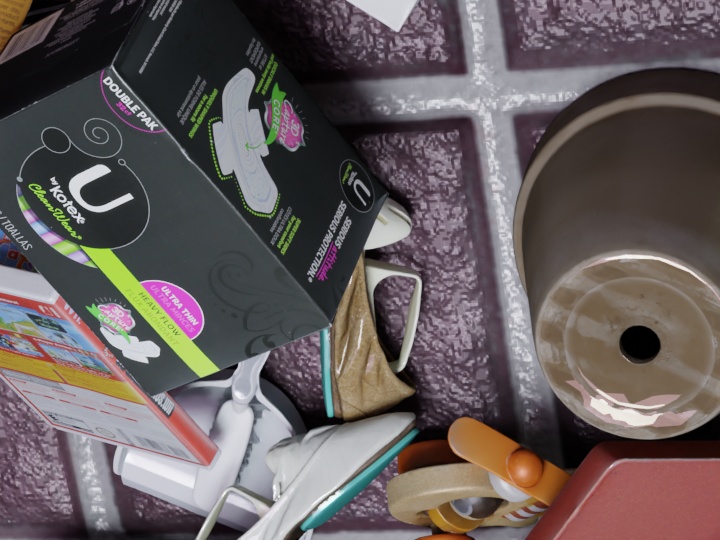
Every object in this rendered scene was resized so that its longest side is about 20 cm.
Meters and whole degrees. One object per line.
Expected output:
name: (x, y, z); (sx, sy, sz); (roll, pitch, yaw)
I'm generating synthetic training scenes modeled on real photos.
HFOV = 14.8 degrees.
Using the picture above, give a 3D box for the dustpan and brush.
dustpan and brush: (-0.078, 0.091, 1.764); (0.139, 0.057, 0.201); (22, 118, 5)

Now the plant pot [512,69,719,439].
plant pot: (0.173, 0.008, 1.595); (0.199, 0.174, 0.201); (6, 117, 12)

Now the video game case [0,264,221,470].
video game case: (-0.187, 0.054, 1.704); (0.143, 0.017, 0.200); (12, 154, 36)

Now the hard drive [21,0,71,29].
hard drive: (-0.133, -0.074, 1.718); (0.139, 0.038, 0.201); (-10, 112, 20)

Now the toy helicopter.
toy helicopter: (0.116, 0.130, 1.705); (0.199, 0.079, 0.132); (-3, 158, -2)

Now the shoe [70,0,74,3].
shoe: (-0.144, -0.145, 1.636); (0.070, 0.053, 0.201); (4, 115, 14)

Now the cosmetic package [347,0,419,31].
cosmetic package: (-0.044, -0.219, 1.602); (0.200, 0.083, 0.051); (32, 120, 0)

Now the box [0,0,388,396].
box: (-0.109, -0.054, 1.579); (0.148, 0.124, 0.200); (-23, 118, 35)

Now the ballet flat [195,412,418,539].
ballet flat: (-0.050, 0.146, 1.732); (0.069, 0.069, 0.200); (41, 103, -6)

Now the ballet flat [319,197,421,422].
ballet flat: (0.000, 0.000, 1.705); (0.072, 0.068, 0.201); (-11, 112, -2)

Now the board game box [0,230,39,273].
board game box: (-0.221, 0.014, 1.734); (0.199, 0.037, 0.151); (25, 159, 2)

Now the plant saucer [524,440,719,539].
plant saucer: (0.169, 0.167, 1.681); (0.200, 0.199, 0.037); (-57, 47, 33)

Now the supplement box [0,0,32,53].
supplement box: (-0.241, -0.149, 1.643); (0.069, 0.067, 0.201); (15, 106, -33)
